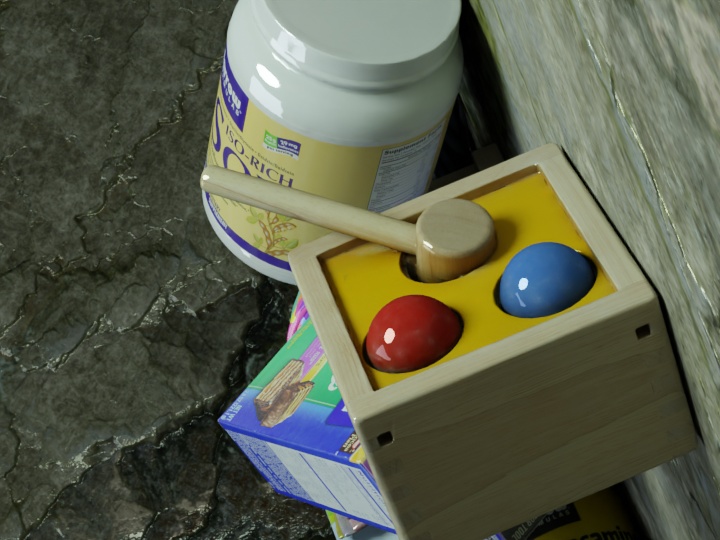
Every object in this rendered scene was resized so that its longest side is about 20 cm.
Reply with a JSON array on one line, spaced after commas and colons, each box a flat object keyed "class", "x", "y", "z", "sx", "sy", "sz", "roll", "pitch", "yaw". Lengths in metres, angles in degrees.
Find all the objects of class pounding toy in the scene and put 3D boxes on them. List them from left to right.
[{"class": "pounding toy", "x": 0.040, "y": 0.017, "z": 1.091, "sx": 0.200, "sy": 0.183, "sz": 0.143, "roll": -115, "pitch": 3, "yaw": -55}]

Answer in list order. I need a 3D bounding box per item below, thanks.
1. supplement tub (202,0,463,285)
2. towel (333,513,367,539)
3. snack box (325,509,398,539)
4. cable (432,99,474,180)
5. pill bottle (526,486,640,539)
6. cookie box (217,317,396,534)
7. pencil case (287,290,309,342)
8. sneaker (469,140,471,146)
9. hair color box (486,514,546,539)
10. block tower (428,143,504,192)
[{"class": "supplement tub", "x": -0.017, "y": -0.102, "z": 1.316, "sx": 0.201, "sy": 0.144, "sz": 0.146, "roll": 105, "pitch": 149, "yaw": -50}, {"class": "towel", "x": 0.053, "y": 0.113, "z": 1.634, "sx": 0.023, "sy": 0.199, "sz": 0.144, "roll": 59, "pitch": -176, "yaw": -40}, {"class": "snack box", "x": 0.080, "y": 0.181, "z": 1.626, "sx": 0.143, "sy": 0.199, "sz": 0.053, "roll": -115, "pitch": 1, "yaw": -45}, {"class": "cable", "x": 0.041, "y": -0.146, "z": 1.434, "sx": 0.163, "sy": 0.050, "sz": 0.201, "roll": 106, "pitch": 145, "yaw": -79}, {"class": "pill bottle", "x": 0.144, "y": 0.212, "z": 1.474, "sx": 0.113, "sy": 0.112, "sz": 0.201, "roll": 71, "pitch": 176, "yaw": -58}, {"class": "cookie box", "x": 0.025, "y": 0.070, "z": 1.348, "sx": 0.075, "sy": 0.171, "sz": 0.200, "roll": 49, "pitch": 161, "yaw": -23}, {"class": "pencil case", "x": 0.000, "y": 0.000, "z": 1.591, "sx": 0.201, "sy": 0.088, "sz": 0.089, "roll": -79, "pitch": -28, "yaw": -56}, {"class": "sneaker", "x": 0.038, "y": -0.040, "z": 1.544, "sx": 0.076, "sy": 0.115, "sz": 0.201, "roll": 83, "pitch": 165, "yaw": -82}, {"class": "hair color box", "x": 0.063, "y": 0.119, "z": 1.455, "sx": 0.199, "sy": 0.109, "sz": 0.065, "roll": 5, "pitch": 137, "yaw": 56}, {"class": "block tower", "x": 0.093, "y": 0.007, "z": 1.443, "sx": 0.201, "sy": 0.057, "sz": 0.054, "roll": 72, "pitch": 175, "yaw": -47}]
